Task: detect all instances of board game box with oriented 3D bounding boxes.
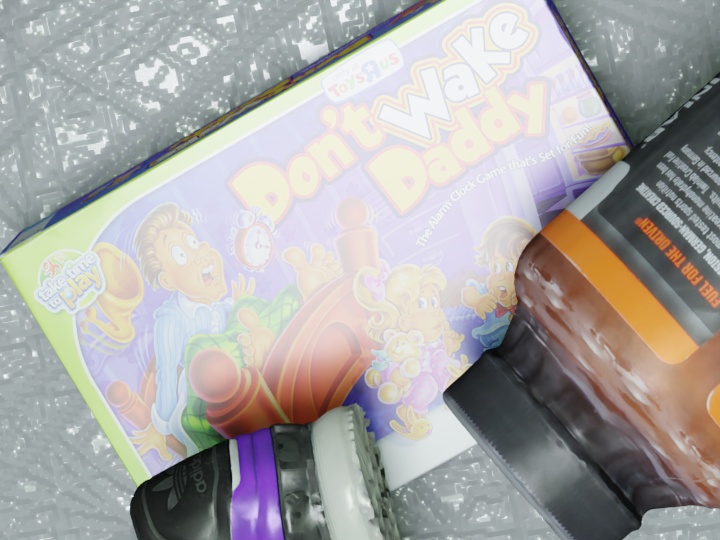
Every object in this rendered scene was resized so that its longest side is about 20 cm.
[{"bbox_3d":[0.000,0.000,0.971,0.200,0.045,0.135,-30,99,9],"label":"board game box"}]

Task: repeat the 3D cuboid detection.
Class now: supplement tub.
[{"bbox_3d":[0.121,-0.001,0.889,0.200,0.107,0.107,-41,97,0],"label":"supplement tub"}]

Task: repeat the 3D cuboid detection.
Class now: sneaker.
[{"bbox_3d":[-0.028,0.128,0.959,0.099,0.070,0.201,-12,128,2],"label":"sneaker"}]
